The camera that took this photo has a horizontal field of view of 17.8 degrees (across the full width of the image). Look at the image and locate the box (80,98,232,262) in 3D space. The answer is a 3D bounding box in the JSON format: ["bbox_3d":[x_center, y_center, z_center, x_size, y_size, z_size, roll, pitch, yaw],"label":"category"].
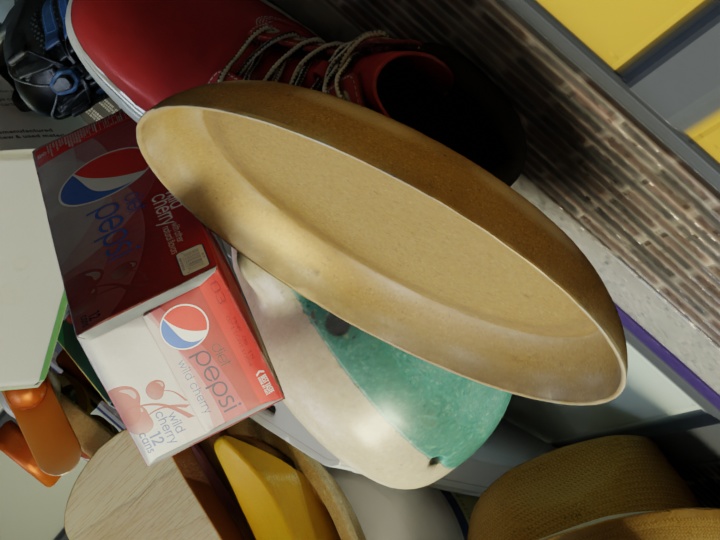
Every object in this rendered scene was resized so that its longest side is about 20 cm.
[{"bbox_3d":[-0.083,-0.032,1.251,0.200,0.050,0.158,42,169,-2],"label":"box"}]

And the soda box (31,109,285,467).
[{"bbox_3d":[-0.088,-0.001,0.971,0.070,0.063,0.200,64,180,-27],"label":"soda box"}]

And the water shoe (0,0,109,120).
[{"bbox_3d":[-0.115,-0.097,1.044,0.071,0.079,0.200,45,168,-20],"label":"water shoe"}]

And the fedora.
[{"bbox_3d":[0.109,0.137,1.104,0.201,0.200,0.082,60,-164,-58],"label":"fedora"}]

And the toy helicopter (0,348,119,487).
[{"bbox_3d":[-0.151,0.092,1.300,0.200,0.079,0.132,32,168,37],"label":"toy helicopter"}]

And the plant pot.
[{"bbox_3d":[0.012,-0.013,0.835,0.199,0.028,0.200,27,166,8],"label":"plant pot"}]

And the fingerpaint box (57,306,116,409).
[{"bbox_3d":[-0.115,0.033,1.381,0.167,0.073,0.200,46,-174,36],"label":"fingerpaint box"}]

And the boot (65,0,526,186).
[{"bbox_3d":[-0.027,-0.077,0.874,0.199,0.073,0.144,31,167,7],"label":"boot"}]

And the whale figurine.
[{"bbox_3d":[0.000,0.000,1.052,0.159,0.104,0.200,35,-158,-58],"label":"whale figurine"}]

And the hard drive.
[{"bbox_3d":[0.021,0.082,1.195,0.200,0.026,0.132,16,-172,-44],"label":"hard drive"}]

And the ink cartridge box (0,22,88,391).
[{"bbox_3d":[-0.223,-0.053,1.189,0.083,0.147,0.200,-4,-144,-36],"label":"ink cartridge box"}]

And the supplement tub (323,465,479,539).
[{"bbox_3d":[0.046,0.178,1.259,0.145,0.146,0.200,31,-170,38],"label":"supplement tub"}]

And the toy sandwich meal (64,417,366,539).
[{"bbox_3d":[-0.070,0.161,1.161,0.070,0.206,0.205,-8,-154,-40],"label":"toy sandwich meal"}]
